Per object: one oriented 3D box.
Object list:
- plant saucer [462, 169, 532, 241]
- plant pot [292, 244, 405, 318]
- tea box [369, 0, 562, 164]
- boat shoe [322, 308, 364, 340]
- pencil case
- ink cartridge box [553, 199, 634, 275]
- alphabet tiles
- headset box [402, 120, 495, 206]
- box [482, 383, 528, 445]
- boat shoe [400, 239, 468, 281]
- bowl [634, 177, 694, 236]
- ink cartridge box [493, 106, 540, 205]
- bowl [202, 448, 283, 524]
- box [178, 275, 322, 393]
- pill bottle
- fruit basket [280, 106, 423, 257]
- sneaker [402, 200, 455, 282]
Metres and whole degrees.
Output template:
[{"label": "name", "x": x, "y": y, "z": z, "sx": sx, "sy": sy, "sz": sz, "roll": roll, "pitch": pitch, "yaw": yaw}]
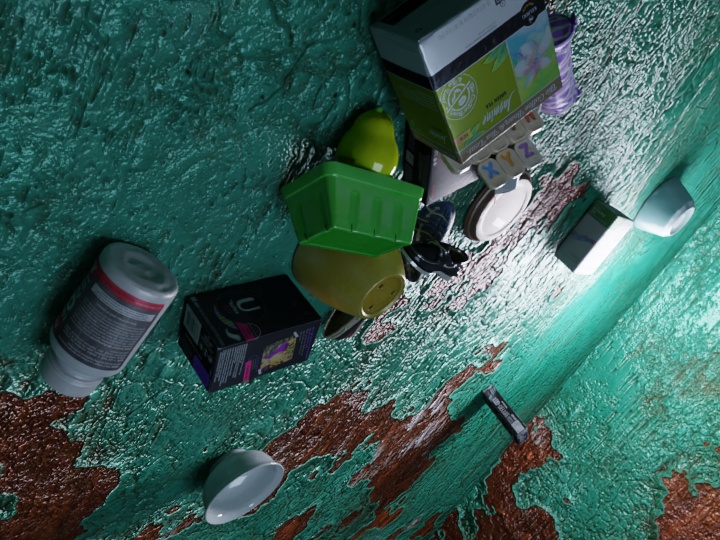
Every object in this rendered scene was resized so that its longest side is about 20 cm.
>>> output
[{"label": "plant saucer", "x": 0.312, "y": -0.141, "z": 1.420, "sx": 0.199, "sy": 0.029, "sz": 0.201, "roll": -30, "pitch": 147, "yaw": -21}, {"label": "plant pot", "x": 0.000, "y": 0.000, "z": 1.128, "sx": 0.199, "sy": 0.142, "sz": 0.201, "roll": -29, "pitch": 147, "yaw": -21}, {"label": "tea box", "x": 0.152, "y": -0.300, "z": 0.896, "sx": 0.199, "sy": 0.134, "sz": 0.198, "roll": -38, "pitch": 131, "yaw": -7}, {"label": "boat shoe", "x": -0.009, "y": 0.063, "z": 1.270, "sx": 0.062, "sy": 0.071, "sz": 0.201, "roll": 1, "pitch": 132, "yaw": -45}, {"label": "pencil case", "x": 0.345, "y": -0.361, "z": 1.131, "sx": 0.084, "sy": 0.085, "sz": 0.200, "roll": -12, "pitch": 155, "yaw": 17}, {"label": "ink cartridge box", "x": 0.669, "y": -0.091, "z": 1.828, "sx": 0.144, "sy": 0.088, "sz": 0.201, "roll": 4, "pitch": 124, "yaw": -50}, {"label": "alphabet tiles", "x": 0.201, "y": -0.233, "z": 1.028, "sx": 0.199, "sy": 0.197, "sz": 0.015, "roll": -29, "pitch": 169, "yaw": -21}, {"label": "headset box", "x": 0.174, "y": -0.225, "z": 1.115, "sx": 0.199, "sy": 0.077, "sz": 0.150, "roll": -27, "pitch": 146, "yaw": -21}, {"label": "box", "x": 0.525, "y": 0.524, "z": 2.305, "sx": 0.050, "sy": 0.201, "sz": 0.158, "roll": -35, "pitch": 148, "yaw": -3}, {"label": "boat shoe", "x": 0.140, "y": -0.030, "z": 1.187, "sx": 0.060, "sy": 0.076, "sz": 0.199, "roll": -41, "pitch": 158, "yaw": 20}, {"label": "bowl", "x": 1.000, "y": -0.190, "z": 2.065, "sx": 0.200, "sy": 0.105, "sz": 0.202, "roll": -30, "pitch": 146, "yaw": -22}, {"label": "ink cartridge box", "x": 0.288, "y": -0.219, "z": 1.169, "sx": 0.200, "sy": 0.056, "sz": 0.164, "roll": 47, "pitch": 60, "yaw": -69}, {"label": "bowl", "x": -0.279, "y": 0.469, "z": 1.435, "sx": 0.200, "sy": 0.090, "sz": 0.202, "roll": -30, "pitch": 147, "yaw": -22}, {"label": "box", "x": -0.183, "y": 0.100, "z": 1.061, "sx": 0.198, "sy": 0.122, "sz": 0.107, "roll": -14, "pitch": 138, "yaw": -39}, {"label": "pill bottle", "x": -0.343, "y": 0.071, "z": 0.856, "sx": 0.201, "sy": 0.111, "sz": 0.110, "roll": -51, "pitch": 148, "yaw": 13}, {"label": "fruit basket", "x": -0.005, "y": -0.139, "z": 0.984, "sx": 0.214, "sy": 0.218, "sz": 0.155, "roll": -9, "pitch": 173, "yaw": -42}, {"label": "sneaker", "x": 0.144, "y": -0.069, "z": 1.290, "sx": 0.085, "sy": 0.077, "sz": 0.201, "roll": -27, "pitch": 154, "yaw": -41}]
